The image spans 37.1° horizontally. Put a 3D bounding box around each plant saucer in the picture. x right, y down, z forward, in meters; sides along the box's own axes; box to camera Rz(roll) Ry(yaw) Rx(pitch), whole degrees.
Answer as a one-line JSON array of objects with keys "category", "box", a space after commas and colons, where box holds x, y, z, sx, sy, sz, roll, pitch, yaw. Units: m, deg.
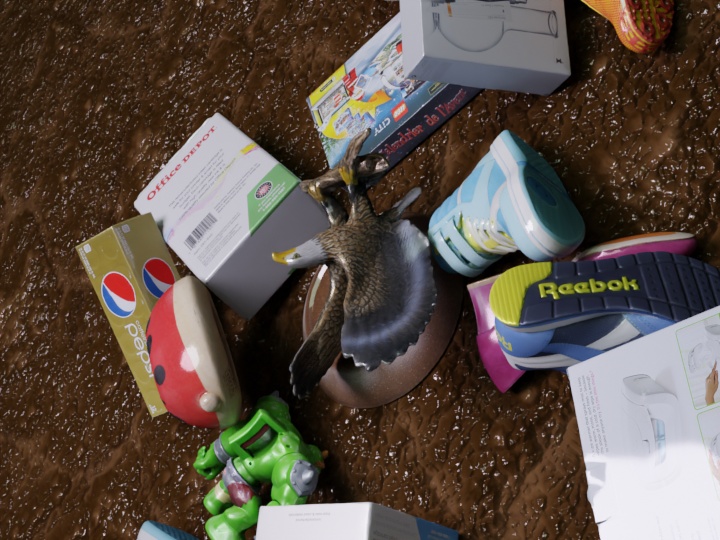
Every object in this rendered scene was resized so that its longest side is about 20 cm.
[{"category": "plant saucer", "box": [0.009, 0.030, 1.042, 0.198, 0.036, 0.204, -20, 57, 34]}]

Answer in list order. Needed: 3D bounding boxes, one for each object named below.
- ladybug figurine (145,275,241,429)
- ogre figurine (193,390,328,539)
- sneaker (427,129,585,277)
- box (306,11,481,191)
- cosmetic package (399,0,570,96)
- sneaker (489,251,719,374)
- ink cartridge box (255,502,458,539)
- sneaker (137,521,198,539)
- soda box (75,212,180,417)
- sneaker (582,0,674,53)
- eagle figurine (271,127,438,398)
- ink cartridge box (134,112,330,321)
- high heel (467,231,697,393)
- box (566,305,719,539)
[{"category": "ladybug figurine", "box": [-0.164, 0.084, 1.037, 0.071, 0.138, 0.200, -19, 22, -6]}, {"category": "ogre figurine", "box": [-0.095, 0.196, 1.005, 0.121, 0.098, 0.200, -52, 11, 9]}, {"category": "sneaker", "box": [0.117, -0.029, 0.918, 0.131, 0.079, 0.201, -48, 15, 19]}, {"category": "box", "box": [0.038, -0.191, 1.125, 0.199, 0.037, 0.138, -39, 48, 22]}, {"category": "cosmetic package", "box": [0.111, -0.271, 0.994, 0.052, 0.148, 0.204, 144, 127, -64]}, {"category": "sneaker", "box": [0.196, 0.039, 0.816, 0.196, 0.083, 0.075, 0, 44, 6]}, {"category": "ink cartridge box", "box": [-0.010, 0.300, 0.857, 0.124, 0.128, 0.204, -12, 62, 38]}, {"category": "sneaker", "box": [-0.170, 0.333, 1.017, 0.199, 0.079, 0.132, 14, 78, 55]}, {"category": "soda box", "box": [-0.223, 0.048, 1.150, 0.067, 0.064, 0.203, -22, 94, 36]}, {"category": "sneaker", "box": [0.228, -0.261, 0.977, 0.077, 0.072, 0.203, -51, 36, 40]}, {"category": "eagle figurine", "box": [-0.007, 0.001, 0.956, 0.148, 0.152, 0.204, -14, 76, 8]}, {"category": "ink cartridge box", "box": [-0.141, -0.064, 1.178, 0.145, 0.084, 0.200, -47, 44, -3]}, {"category": "high heel", "box": [0.184, 0.033, 0.876, 0.197, 0.067, 0.098, -17, 89, 21]}, {"category": "box", "box": [0.248, 0.138, 0.722, 0.175, 0.096, 0.203, -28, 53, 30]}]
